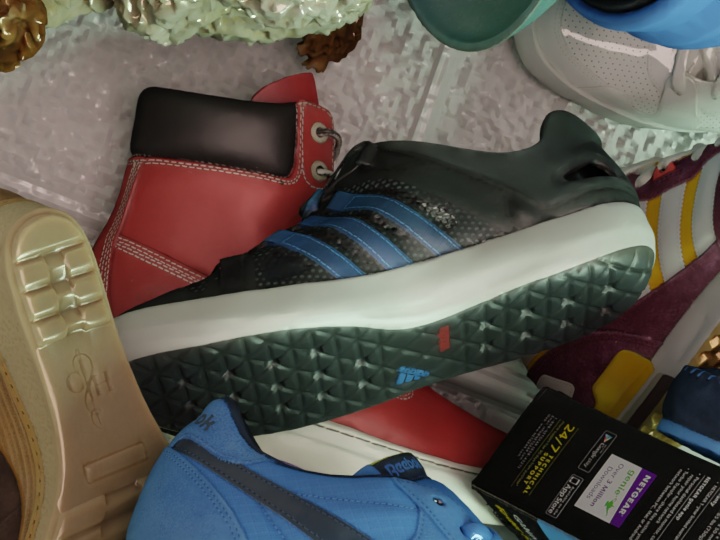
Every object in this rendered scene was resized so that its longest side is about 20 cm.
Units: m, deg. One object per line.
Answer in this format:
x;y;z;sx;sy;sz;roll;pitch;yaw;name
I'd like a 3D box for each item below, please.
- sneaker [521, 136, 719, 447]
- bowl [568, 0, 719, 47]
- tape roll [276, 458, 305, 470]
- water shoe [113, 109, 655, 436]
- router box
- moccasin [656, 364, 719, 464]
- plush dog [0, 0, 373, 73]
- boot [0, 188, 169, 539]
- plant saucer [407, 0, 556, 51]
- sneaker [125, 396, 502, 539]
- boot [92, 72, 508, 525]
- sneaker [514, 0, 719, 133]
0.125;-0.024;0.805;0.090;0.075;0.200;44;113;23;sneaker
0.106;-0.178;0.758;0.039;0.201;0.201;-1;89;-21;bowl
0.031;0.142;0.750;0.200;0.200;0.066;34;79;-15;tape roll
0.000;0.000;0.759;0.200;0.072;0.079;-12;57;-13;water shoe
0.147;0.133;0.778;0.051;0.149;0.200;-53;130;-12;router box
0.179;0.049;0.790;0.200;0.080;0.068;13;101;-48;moccasin
-0.078;-0.137;0.770;0.171;0.161;0.200;4;55;-4;plush dog
-0.118;0.073;0.724;0.072;0.166;0.200;-11;92;-32;boot
0.055;-0.176;0.766;0.036;0.200;0.200;-1;89;-22;plant saucer
0.028;0.097;0.625;0.200;0.066;0.079;23;74;12;sneaker
-0.002;0.008;0.813;0.200;0.072;0.145;21;81;-13;boot
0.168;-0.083;0.845;0.200;0.116;0.074;12;87;-16;sneaker
